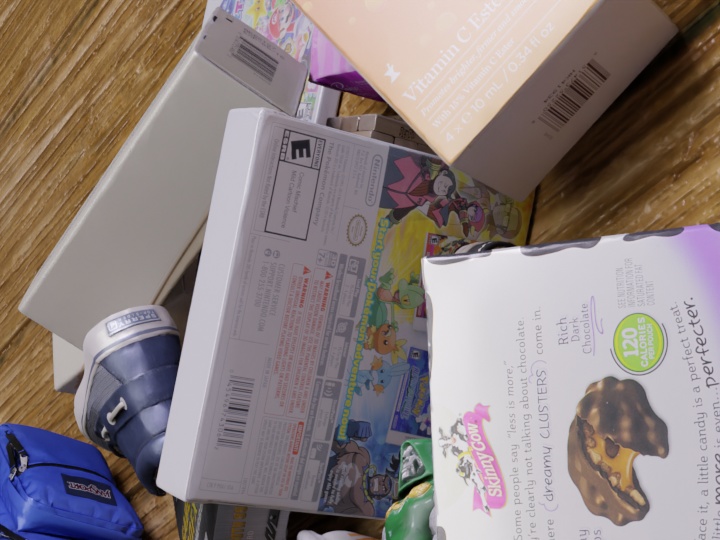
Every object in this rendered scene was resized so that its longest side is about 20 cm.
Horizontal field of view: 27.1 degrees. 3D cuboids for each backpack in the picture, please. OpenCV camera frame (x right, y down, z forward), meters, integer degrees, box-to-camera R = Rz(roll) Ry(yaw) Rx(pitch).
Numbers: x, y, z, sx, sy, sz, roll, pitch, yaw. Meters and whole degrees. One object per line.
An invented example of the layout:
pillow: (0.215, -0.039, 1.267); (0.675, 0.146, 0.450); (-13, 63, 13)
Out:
backpack: (-0.246, 0.224, 1.111); (0.168, 0.162, 0.200); (-62, 36, 17)

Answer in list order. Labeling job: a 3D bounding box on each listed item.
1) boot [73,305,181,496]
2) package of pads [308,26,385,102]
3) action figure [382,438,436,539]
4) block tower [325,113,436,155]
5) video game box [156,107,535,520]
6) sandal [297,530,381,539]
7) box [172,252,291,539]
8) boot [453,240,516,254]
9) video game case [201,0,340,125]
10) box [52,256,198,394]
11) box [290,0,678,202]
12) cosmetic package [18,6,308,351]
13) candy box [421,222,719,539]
boot: (-0.127, 0.100, 0.896); (0.200, 0.072, 0.091); (102, 146, -67)
package of pads: (0.036, -0.206, 0.906); (0.120, 0.075, 0.201); (0, 81, 55)
action figure: (0.023, 0.162, 0.692); (0.118, 0.055, 0.201); (-43, 27, 41)
block tower: (0.000, 0.000, 0.914); (0.054, 0.058, 0.201); (4, 83, 56)
video game box: (-0.003, 0.030, 0.799); (0.047, 0.181, 0.201); (10, 88, 59)
sandal: (0.023, 0.192, 0.818); (0.206, 0.059, 0.080); (-168, 66, -66)
box: (-0.079, 0.104, 0.932); (0.159, 0.048, 0.201); (-111, 27, -53)
boot: (0.113, 0.064, 0.715); (0.150, 0.073, 0.201); (-29, 61, 49)
video game case: (-0.065, -0.172, 1.095); (0.200, 0.018, 0.144); (13, 91, 56)
box: (-0.140, 0.025, 1.078); (0.200, 0.095, 0.078); (-35, 53, 47)
box: (0.044, -0.153, 0.777); (0.124, 0.097, 0.200); (-48, 64, 13)
cosmetic package: (-0.118, -0.051, 0.907); (0.200, 0.073, 0.104); (-53, 12, 22)
candy box: (0.130, 0.071, 0.594); (0.199, 0.072, 0.169); (-6, 76, 18)
